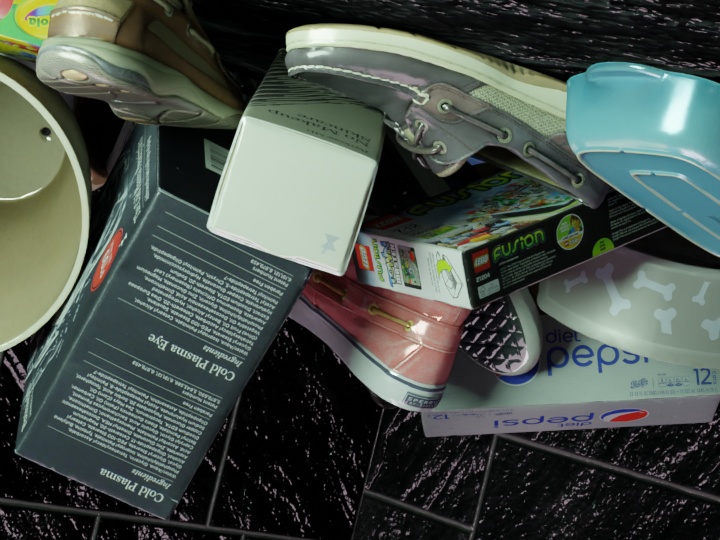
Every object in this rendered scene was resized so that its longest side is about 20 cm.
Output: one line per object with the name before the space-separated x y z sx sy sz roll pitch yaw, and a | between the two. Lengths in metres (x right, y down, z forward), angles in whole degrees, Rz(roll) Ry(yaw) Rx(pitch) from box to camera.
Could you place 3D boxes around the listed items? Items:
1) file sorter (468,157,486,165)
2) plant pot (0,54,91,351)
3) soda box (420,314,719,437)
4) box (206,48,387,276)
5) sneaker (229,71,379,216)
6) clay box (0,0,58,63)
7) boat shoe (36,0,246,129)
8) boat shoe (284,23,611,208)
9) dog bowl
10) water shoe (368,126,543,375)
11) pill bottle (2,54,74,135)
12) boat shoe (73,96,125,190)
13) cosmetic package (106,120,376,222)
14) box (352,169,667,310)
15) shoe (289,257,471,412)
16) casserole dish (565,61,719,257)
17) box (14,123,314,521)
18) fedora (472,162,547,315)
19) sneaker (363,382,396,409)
file sorter | 0.053 -0.039 1.411 0.138 0.124 0.199 16 178 -32
plant pot | -0.249 -0.065 1.126 0.185 0.189 0.200 14 -163 -4
soda box | 0.137 0.068 1.179 0.198 0.064 0.068 -4 159 4
box | -0.029 -0.067 1.010 0.081 0.069 0.200 18 -163 -4
sneaker | -0.043 -0.100 1.206 0.104 0.060 0.200 -24 128 22
clay box | -0.255 -0.167 1.040 0.198 0.048 0.115 14 179 -16
boat shoe | -0.110 -0.121 0.975 0.075 0.073 0.200 5 176 15
boat shoe | 0.052 -0.082 0.947 0.198 0.065 0.072 14 177 -16
dog bowl | 0.202 -0.008 1.140 0.198 0.059 0.200 9 -157 -4
water shoe | 0.069 -0.028 1.152 0.079 0.201 0.071 -24 167 -45
pill bottle | -0.314 -0.145 1.304 0.198 0.105 0.104 13 178 30
boat shoe | -0.220 -0.105 1.386 0.072 0.065 0.200 54 -165 -20
cosmetic package | -0.076 -0.077 1.306 0.198 0.102 0.071 16 -152 -26
box | 0.104 -0.032 1.036 0.199 0.035 0.110 -22 -160 -32
shoe | 0.000 0.000 1.131 0.071 0.092 0.200 9 -157 -44
casserole dish | 0.184 -0.046 0.910 0.199 0.039 0.121 29 168 -37
box | -0.120 0.014 1.076 0.103 0.183 0.200 25 -163 -16
fedora | 0.133 -0.002 1.266 0.199 0.082 0.201 12 -147 -8
sneaker | 0.005 0.026 1.317 0.079 0.075 0.201 38 161 36
